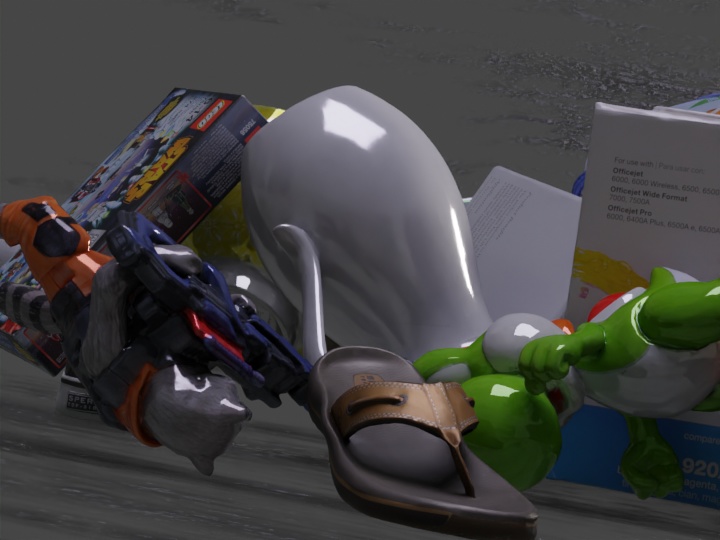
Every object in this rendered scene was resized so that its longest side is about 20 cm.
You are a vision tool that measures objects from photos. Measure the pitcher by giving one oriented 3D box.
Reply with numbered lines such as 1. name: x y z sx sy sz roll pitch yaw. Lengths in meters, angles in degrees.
1. pitcher: 0.000 0.000 1.475 0.121 0.200 0.172 -39 -16 32

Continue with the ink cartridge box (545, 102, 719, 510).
1. ink cartridge box: 0.198 0.019 1.378 0.144 0.200 0.147 9 4 23

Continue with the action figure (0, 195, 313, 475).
1. action figure: -0.104 0.036 1.265 0.200 0.105 0.193 43 3 -44

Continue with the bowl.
1. bowl: -0.066 0.001 1.702 0.200 0.200 0.108 9 47 18

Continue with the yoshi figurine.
1. yoshi figurine: 0.119 0.062 1.262 0.200 0.113 0.112 -13 -1 16

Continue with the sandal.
1. sandal: 0.025 0.069 1.192 0.082 0.055 0.200 5 20 -15

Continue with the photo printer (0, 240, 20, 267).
1. photo printer: -0.206 -0.002 1.938 0.166 0.070 0.200 6 3 -23

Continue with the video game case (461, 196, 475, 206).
1. video game case: 0.029 -0.002 1.861 0.182 0.022 0.200 -7 -20 -11

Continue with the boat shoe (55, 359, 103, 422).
1. boat shoe: -0.124 0.042 1.432 0.071 0.064 0.200 7 3 0

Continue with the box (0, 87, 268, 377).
1. box: -0.148 -0.028 1.582 0.040 0.200 0.137 47 -12 -20

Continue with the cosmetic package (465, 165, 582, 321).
1. cosmetic package: 0.119 0.007 1.611 0.074 0.102 0.200 36 -2 -25

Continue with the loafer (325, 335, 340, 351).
1. loafer: 0.033 0.047 1.650 0.075 0.070 0.200 9 4 21

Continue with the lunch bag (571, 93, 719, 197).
1. lunch bag: 0.250 -0.035 1.688 0.200 0.160 0.076 -9 33 27
